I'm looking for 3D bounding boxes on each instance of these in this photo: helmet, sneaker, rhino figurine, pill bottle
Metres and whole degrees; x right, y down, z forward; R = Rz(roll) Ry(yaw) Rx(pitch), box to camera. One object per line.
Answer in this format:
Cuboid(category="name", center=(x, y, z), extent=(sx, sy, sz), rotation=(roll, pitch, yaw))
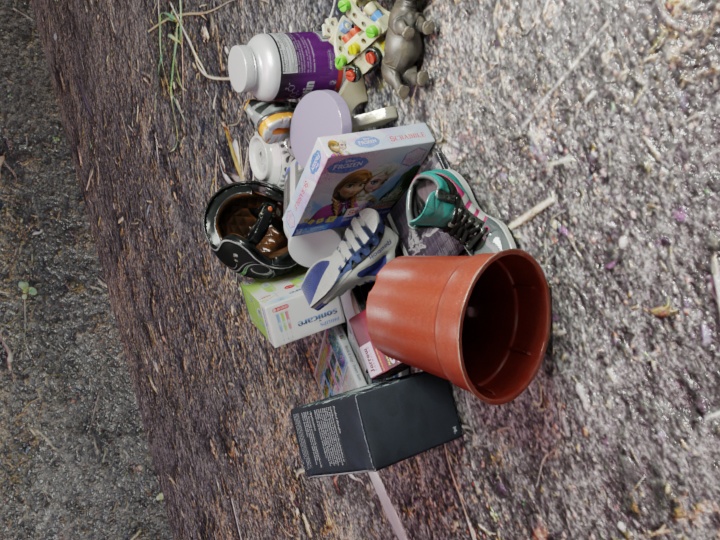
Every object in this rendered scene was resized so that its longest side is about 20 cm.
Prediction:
Cuboid(category="helmet", center=(-0.203, -0.079, 1.689), extent=(0.190, 0.198, 0.203), rotation=(3, 103, 57))
Cuboid(category="sneaker", center=(0.132, -0.070, 1.225), extent=(0.201, 0.120, 0.084), rotation=(54, 127, 29))
Cuboid(category="sneaker", center=(-0.135, -0.280, 1.572), extent=(0.077, 0.200, 0.079), rotation=(43, 112, 14))
Cuboid(category="rhino figurine", center=(0.071, -0.367, 1.305), extent=(0.088, 0.059, 0.203), rotation=(-131, 43, -57))
Cuboid(category="pill bottle", center=(-0.080, -0.106, 1.534), extent=(0.201, 0.112, 0.115), rotation=(-94, 16, -47))
Cuboid(category="sneaker", center=(0.000, -0.001, 1.454), extent=(0.200, 0.115, 0.081), rotation=(-48, 39, 19))
Cuboid(category="pill bottle", center=(-0.124, -0.354, 1.506), extent=(0.112, 0.198, 0.114), rotation=(29, 124, 53))

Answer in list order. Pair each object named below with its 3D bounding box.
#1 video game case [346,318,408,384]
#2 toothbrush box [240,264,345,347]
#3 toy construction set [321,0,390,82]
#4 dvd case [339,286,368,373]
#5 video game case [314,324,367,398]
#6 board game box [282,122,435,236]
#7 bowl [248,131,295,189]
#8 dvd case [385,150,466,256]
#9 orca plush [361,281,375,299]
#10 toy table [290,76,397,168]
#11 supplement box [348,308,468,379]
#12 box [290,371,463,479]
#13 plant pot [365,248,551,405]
Cuboid(category="video game case", center=(0.032, 0.161, 1.595), extent=(0.181, 0.023, 0.203), rotation=(15, 112, 58))
Cuboid(category="toothbrush box", center=(-0.134, 0.061, 1.681), extent=(0.200, 0.144, 0.087), rotation=(-146, 40, -65))
Cuboid(category="toy construction set", center=(-0.007, -0.387, 1.402), extent=(0.132, 0.092, 0.200), rotation=(55, 159, -7))
Cuboid(category="dvd case", center=(-0.009, 0.071, 1.555), extent=(0.143, 0.017, 0.202), rotation=(105, 147, -68))
Cuboid(category="video game case", center=(-0.040, 0.219, 1.704), extent=(0.201, 0.023, 0.183), rotation=(105, 148, -47))
Cuboid(category="board game box", center=(-0.005, -0.142, 1.376), extent=(0.041, 0.198, 0.200), rotation=(62, 147, 23))
Cuboid(category="bowl", center=(-0.163, -0.229, 1.727), extent=(0.200, 0.093, 0.203), rotation=(30, 125, 54))
Cuboid(category="dvd case", center=(0.112, -0.071, 1.381), extent=(0.200, 0.016, 0.150), rotation=(-50, 58, 53))
Cuboid(category="orca plush", center=(0.039, 0.071, 1.467), extent=(0.105, 0.070, 0.202), rotation=(-48, 48, 37))
Cuboid(category="toy table", center=(-0.029, -0.237, 1.466), extent=(0.199, 0.116, 0.187), rotation=(10, 109, 59))
Cuboid(category="supplement box", center=(0.085, 0.081, 1.357), extent=(0.199, 0.061, 0.110), rotation=(-33, 70, 32))
Cuboid(category="box", center=(0.025, 0.252, 1.431), extent=(0.196, 0.198, 0.126), rotation=(-20, 84, 50))
Cuboid(category="plant pot", center=(0.124, 0.062, 1.183), extent=(0.194, 0.199, 0.204), rotation=(9, 108, 46))
